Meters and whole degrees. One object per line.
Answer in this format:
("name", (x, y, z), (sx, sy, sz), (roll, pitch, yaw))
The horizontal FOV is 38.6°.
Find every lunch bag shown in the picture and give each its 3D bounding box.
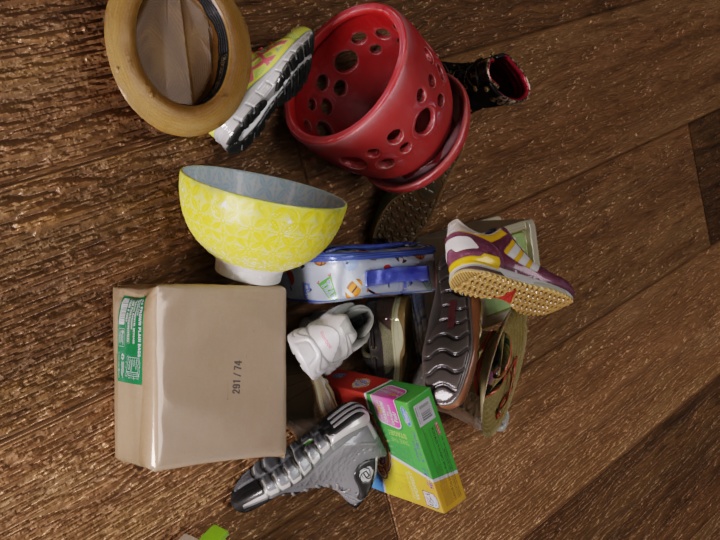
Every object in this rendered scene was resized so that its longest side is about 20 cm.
("lunch bag", (0.000, 0.000, 1.305), (0.198, 0.159, 0.077), (-6, 93, -42))

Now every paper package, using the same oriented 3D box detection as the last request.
("paper package", (-0.181, 0.117, 1.171), (0.189, 0.103, 0.203), (2, 88, -43))

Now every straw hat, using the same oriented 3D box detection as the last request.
("straw hat", (0.155, 0.120, 1.362), (0.201, 0.084, 0.203), (-50, 148, -48))

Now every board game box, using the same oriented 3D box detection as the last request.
("board game box", (0.036, 0.211, 1.302), (0.040, 0.199, 0.155), (-28, 106, -30))

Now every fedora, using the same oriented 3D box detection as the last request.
("fedora", (-0.217, -0.248, 1.163), (0.199, 0.081, 0.204), (4, 84, -40))

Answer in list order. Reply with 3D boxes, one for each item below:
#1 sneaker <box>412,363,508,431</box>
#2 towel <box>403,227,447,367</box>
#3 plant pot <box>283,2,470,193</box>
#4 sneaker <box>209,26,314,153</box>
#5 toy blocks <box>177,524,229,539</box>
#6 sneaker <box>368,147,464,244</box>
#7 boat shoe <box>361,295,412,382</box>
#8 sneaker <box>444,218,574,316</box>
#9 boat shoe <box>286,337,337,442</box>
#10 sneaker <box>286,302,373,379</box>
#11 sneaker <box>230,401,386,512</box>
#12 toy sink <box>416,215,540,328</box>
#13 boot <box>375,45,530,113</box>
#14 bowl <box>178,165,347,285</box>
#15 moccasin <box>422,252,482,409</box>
("sneaker", (0.150, 0.177, 1.447), (0.199, 0.099, 0.079), (26, 89, -49))
("towel", (0.117, 0.045, 1.507), (0.146, 0.024, 0.203), (-25, 107, -43))
("plant pot", (0.027, -0.211, 1.323), (0.182, 0.199, 0.203), (33, 67, -47))
("sneaker", (-0.129, -0.236, 1.245), (0.200, 0.090, 0.079), (-51, 163, -28))
("toy blocks", (-0.209, 0.402, 1.151), (0.200, 0.099, 0.138), (-41, 126, -37))
("sneaker", (0.071, -0.120, 1.437), (0.067, 0.090, 0.202), (28, 99, -23))
("boat shoe", (0.034, 0.106, 1.372), (0.074, 0.064, 0.202), (-67, 164, -47))
("sneaker", (0.188, -0.007, 1.268), (0.198, 0.075, 0.091), (18, 56, -36))
("boat shoe", (-0.066, 0.167, 1.307), (0.202, 0.071, 0.065), (64, 22, -16))
("sneaker", (-0.024, 0.079, 1.270), (0.099, 0.200, 0.079), (-30, 93, 6))
("sneaker", (-0.052, 0.261, 1.255), (0.199, 0.075, 0.116), (-34, 112, -1))
("toy sink", (0.190, -0.002, 1.487), (0.199, 0.111, 0.132), (-15, 101, -45))
("boot", (0.129, -0.272, 1.443), (0.199, 0.150, 0.074), (25, 72, -39))
("bowl", (-0.120, -0.046, 1.191), (0.198, 0.199, 0.109), (1, 107, -43))
("moccasin", (0.117, 0.077, 1.275), (0.078, 0.073, 0.204), (51, 33, -50))
